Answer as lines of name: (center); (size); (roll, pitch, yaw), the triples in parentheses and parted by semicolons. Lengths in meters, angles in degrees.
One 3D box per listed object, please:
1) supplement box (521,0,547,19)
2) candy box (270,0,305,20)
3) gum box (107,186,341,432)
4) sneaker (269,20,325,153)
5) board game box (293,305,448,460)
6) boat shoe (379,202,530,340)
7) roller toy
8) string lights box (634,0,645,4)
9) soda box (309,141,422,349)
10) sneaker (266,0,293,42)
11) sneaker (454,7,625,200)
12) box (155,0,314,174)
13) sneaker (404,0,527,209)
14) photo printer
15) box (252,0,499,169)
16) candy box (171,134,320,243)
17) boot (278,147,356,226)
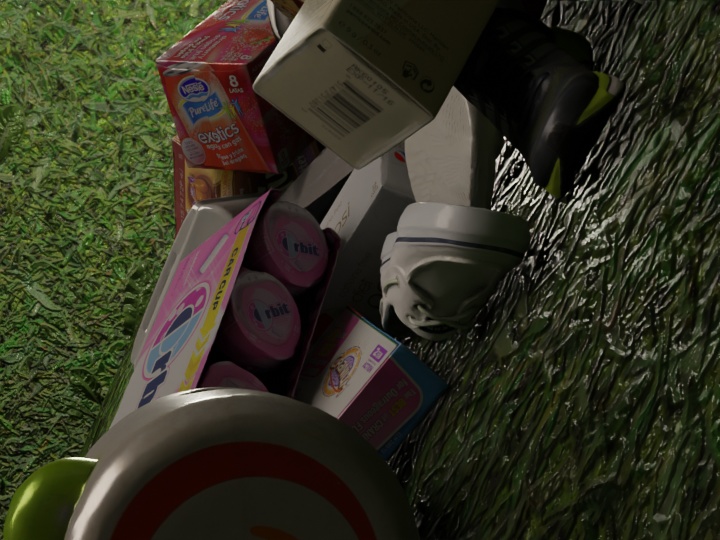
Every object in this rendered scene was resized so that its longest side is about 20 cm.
supplement box: (0.086, -0.236, 1.122); (0.131, 0.103, 0.201); (-111, 46, -76)
candy box: (0.005, -0.251, 1.007); (0.201, 0.055, 0.115); (-62, -9, 1)
gum box: (-0.087, 0.051, 1.017); (0.113, 0.066, 0.201); (-36, 28, 43)
sneaker: (0.007, -0.152, 1.256); (0.076, 0.200, 0.114); (13, 47, 42)
board game box: (-0.042, 0.120, 0.981); (0.200, 0.040, 0.153); (-50, 14, -2)
boat shoe: (0.050, 0.007, 0.910); (0.200, 0.073, 0.067); (126, 152, -82)
roller toy: (-0.066, 0.154, 0.822); (0.182, 0.201, 0.140); (-32, 5, -12)
string lights box: (0.144, -0.229, 0.947); (0.103, 0.059, 0.200); (-63, 12, 15)
soda box: (0.000, 0.000, 1.104); (0.064, 0.068, 0.200); (-90, 25, -46)
sneaker: (-0.003, -0.237, 1.095); (0.087, 0.075, 0.201); (-29, 38, 61)
sneaker: (0.087, -0.099, 0.883); (0.074, 0.081, 0.200); (-63, 11, 15)
box: (-0.065, -0.170, 1.305); (0.200, 0.095, 0.100); (-49, -46, -44)
sneaker: (0.079, -0.119, 1.008); (0.075, 0.088, 0.202); (-4, 86, 55)
photo printer: (-0.093, 0.014, 1.346); (0.200, 0.069, 0.167); (-13, -49, -63)
box: (0.031, -0.164, 0.881); (0.095, 0.078, 0.201); (-28, 29, 60)
candy box: (-0.077, -0.100, 1.406); (0.200, 0.056, 0.117); (-36, -36, -36)
boot: (-0.007, -0.037, 1.189); (0.200, 0.066, 0.164); (-45, -22, 28)
